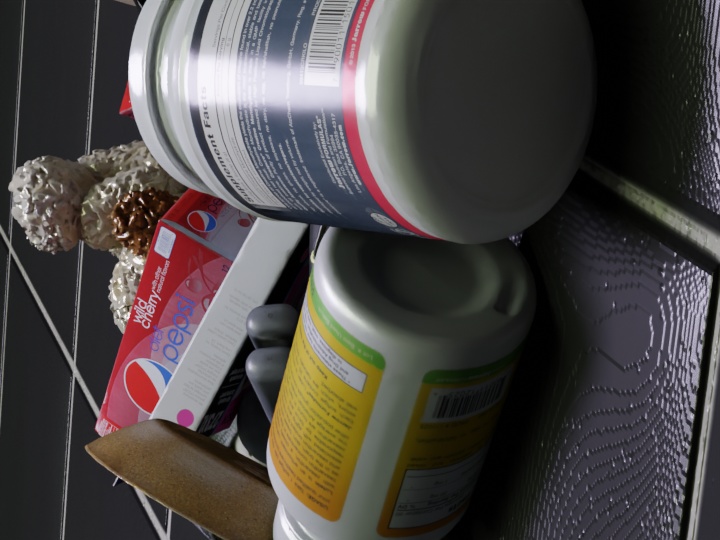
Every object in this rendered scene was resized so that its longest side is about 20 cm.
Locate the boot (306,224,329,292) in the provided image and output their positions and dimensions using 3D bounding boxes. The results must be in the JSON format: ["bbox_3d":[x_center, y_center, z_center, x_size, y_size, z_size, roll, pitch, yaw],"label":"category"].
[{"bbox_3d":[0.002,-0.001,1.387,0.154,0.073,0.205,-98,13,-50],"label":"boot"}]

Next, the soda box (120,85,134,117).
[{"bbox_3d":[-0.074,-0.135,1.537,0.200,0.063,0.071,-15,59,59],"label":"soda box"}]

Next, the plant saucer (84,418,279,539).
[{"bbox_3d":[-0.061,0.132,1.404,0.036,0.199,0.200,-62,17,-1],"label":"plant saucer"}]

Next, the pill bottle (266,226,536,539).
[{"bbox_3d":[0.013,0.072,1.252,0.112,0.110,0.201,-106,23,-45],"label":"pill bottle"}]

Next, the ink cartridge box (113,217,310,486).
[{"bbox_3d":[-0.080,0.048,1.515,0.201,0.037,0.095,-59,-9,9],"label":"ink cartridge box"}]

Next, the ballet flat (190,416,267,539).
[{"bbox_3d":[-0.069,0.120,1.645,0.201,0.071,0.072,110,156,-48],"label":"ballet flat"}]

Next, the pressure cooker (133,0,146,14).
[{"bbox_3d":[-0.035,-0.222,1.316,0.179,0.174,0.201,110,168,-47],"label":"pressure cooker"}]

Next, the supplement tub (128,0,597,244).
[{"bbox_3d":[-0.001,-0.089,1.156,0.199,0.140,0.142,8,97,48],"label":"supplement tub"}]

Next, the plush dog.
[{"bbox_3d":[-0.122,-0.018,1.719,0.200,0.160,0.172,50,179,-40],"label":"plush dog"}]

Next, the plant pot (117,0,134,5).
[{"bbox_3d":[-0.157,-0.291,1.759,0.200,0.176,0.202,168,102,-73],"label":"plant pot"}]

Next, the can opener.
[{"bbox_3d":[-0.053,0.080,1.486,0.200,0.066,0.054,70,-163,-64],"label":"can opener"}]

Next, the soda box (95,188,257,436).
[{"bbox_3d":[-0.112,0.036,1.604,0.070,0.063,0.201,-51,-13,-49],"label":"soda box"}]
